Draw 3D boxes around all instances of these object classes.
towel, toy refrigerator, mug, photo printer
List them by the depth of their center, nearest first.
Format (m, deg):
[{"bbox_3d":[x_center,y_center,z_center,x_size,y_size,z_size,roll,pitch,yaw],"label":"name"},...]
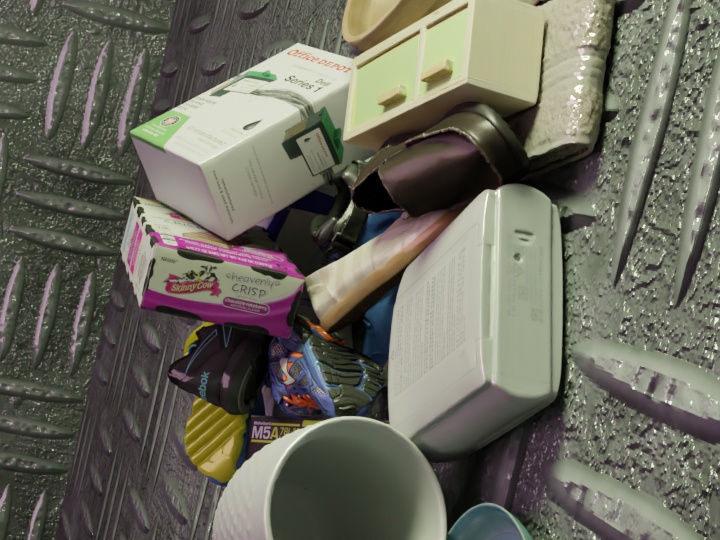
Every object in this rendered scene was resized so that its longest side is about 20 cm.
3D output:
[{"bbox_3d":[0.079,0.050,1.049,0.200,0.069,0.167,132,145,-58],"label":"photo printer"},{"bbox_3d":[0.132,-0.138,1.073,0.200,0.034,0.133,160,120,-69],"label":"towel"},{"bbox_3d":[-0.027,0.222,1.073,0.201,0.147,0.175,64,150,3],"label":"mug"},{"bbox_3d":[0.058,-0.151,1.101,0.200,0.070,0.076,-15,66,62],"label":"toy refrigerator"}]

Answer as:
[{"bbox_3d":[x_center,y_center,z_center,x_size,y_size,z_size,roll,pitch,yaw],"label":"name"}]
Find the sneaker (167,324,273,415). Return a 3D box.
[{"bbox_3d":[-0.114,0.063,1.316,0.200,0.079,0.076,-55,-28,-64],"label":"sneaker"}]

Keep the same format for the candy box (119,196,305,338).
[{"bbox_3d":[-0.139,-0.006,1.267,0.200,0.136,0.061,-137,62,-69],"label":"candy box"}]

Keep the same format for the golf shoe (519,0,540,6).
[{"bbox_3d":[0.129,-0.291,1.089,0.075,0.091,0.201,-111,38,-57],"label":"golf shoe"}]

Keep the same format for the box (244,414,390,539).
[{"bbox_3d":[-0.035,0.225,1.214,0.200,0.047,0.194,-5,70,48],"label":"box"}]

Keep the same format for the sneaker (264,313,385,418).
[{"bbox_3d":[-0.036,0.097,1.208,0.079,0.075,0.200,-67,17,5],"label":"sneaker"}]

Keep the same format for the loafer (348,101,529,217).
[{"bbox_3d":[0.056,-0.070,1.064,0.071,0.073,0.200,-43,11,-24],"label":"loafer"}]

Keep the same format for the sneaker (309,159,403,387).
[{"bbox_3d":[0.000,0.000,1.258,0.077,0.111,0.201,-158,80,-72],"label":"sneaker"}]

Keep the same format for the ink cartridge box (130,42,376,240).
[{"bbox_3d":[-0.087,-0.125,1.294,0.146,0.200,0.085,26,142,51],"label":"ink cartridge box"}]

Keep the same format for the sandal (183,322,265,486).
[{"bbox_3d":[-0.121,0.133,1.369,0.079,0.087,0.200,-30,36,20],"label":"sandal"}]

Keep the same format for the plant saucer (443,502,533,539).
[{"bbox_3d":[0.086,0.262,0.959,0.200,0.027,0.201,-168,90,-73],"label":"plant saucer"}]

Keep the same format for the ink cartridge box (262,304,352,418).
[{"bbox_3d":[-0.054,0.149,1.397,0.117,0.067,0.201,121,156,-44],"label":"ink cartridge box"}]

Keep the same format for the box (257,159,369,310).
[{"bbox_3d":[-0.062,-0.067,1.459,0.184,0.104,0.201,119,154,-43],"label":"box"}]

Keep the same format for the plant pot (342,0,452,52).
[{"bbox_3d":[0.074,-0.261,1.202,0.201,0.092,0.201,-52,21,28],"label":"plant pot"}]

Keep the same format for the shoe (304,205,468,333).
[{"bbox_3d":[0.028,-0.018,1.161,0.200,0.070,0.054,-37,73,30],"label":"shoe"}]
